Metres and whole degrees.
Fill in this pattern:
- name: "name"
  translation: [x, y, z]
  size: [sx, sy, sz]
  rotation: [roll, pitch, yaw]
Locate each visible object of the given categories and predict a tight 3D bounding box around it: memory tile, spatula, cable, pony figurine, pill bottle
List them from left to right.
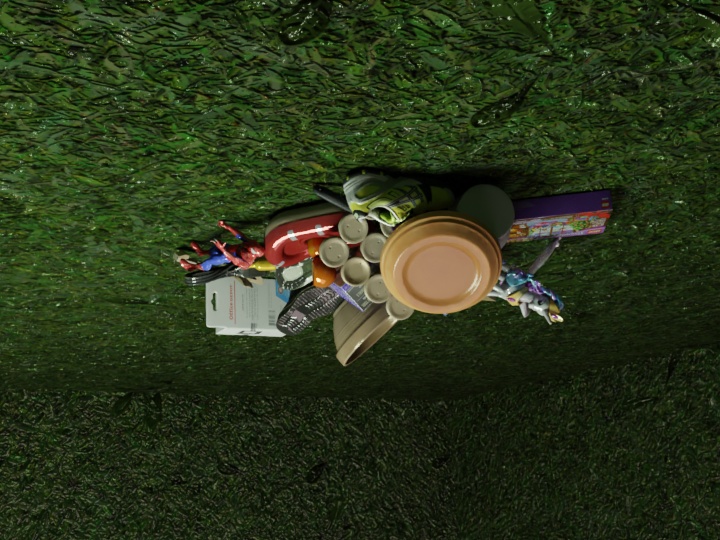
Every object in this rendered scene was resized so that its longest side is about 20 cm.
- name: "cable"
  translation: [-0.241, -0.013, 1.641]
  size: [0.197, 0.051, 0.097]
  rotation: [-5, -159, -25]
- name: "spatula"
  translation: [0.014, -0.092, 1.388]
  size: [0.197, 0.057, 0.021]
  rotation: [21, 136, -9]
- name: "memory tile"
  translation: [0.042, -0.024, 1.435]
  size: [0.199, 0.154, 0.017]
  rotation: [38, -178, -17]
- name: "pill bottle"
  translation: [0.192, -0.067, 1.474]
  size: [0.112, 0.116, 0.200]
  rotation: [-2, 166, -6]
- name: "pony figurine"
  translation: [0.293, 0.021, 1.626]
  size: [0.197, 0.194, 0.169]
  rotation: [19, 123, 9]

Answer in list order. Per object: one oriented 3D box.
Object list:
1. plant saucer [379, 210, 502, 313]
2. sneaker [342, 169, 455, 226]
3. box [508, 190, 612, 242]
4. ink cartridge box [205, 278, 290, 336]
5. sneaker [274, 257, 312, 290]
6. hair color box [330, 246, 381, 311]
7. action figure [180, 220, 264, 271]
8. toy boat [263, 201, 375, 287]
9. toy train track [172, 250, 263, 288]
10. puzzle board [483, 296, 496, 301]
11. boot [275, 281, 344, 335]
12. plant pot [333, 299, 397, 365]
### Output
- name: "plant saucer"
  translation: [0.129, -0.003, 1.382]
  size: [0.196, 0.038, 0.202]
  rotation: [1, 129, 2]
- name: "sneaker"
  translation: [0.062, -0.106, 1.373]
  size: [0.197, 0.078, 0.075]
  rotation: [1, 162, -26]
- name: "box"
  translation: [0.345, -0.094, 1.559]
  size: [0.196, 0.040, 0.137]
  rotation: [-6, 165, 8]
- name: "ink cartridge box"
  translation: [-0.251, 0.078, 1.885]
  size: [0.197, 0.118, 0.067]
  rotation: [5, 164, -28]
- name: "sneaker"
  translation: [-0.072, -0.020, 1.710]
  size: [0.197, 0.078, 0.088]
  rotation: [-12, -170, 26]
- name: "hair color box"
  translation: [0.000, 0.000, 1.546]
  size: [0.065, 0.109, 0.200]
  rotation: [46, 175, -15]
- name: "action figure"
  translation: [-0.253, -0.045, 1.523]
  size: [0.198, 0.066, 0.099]
  rotation: [-1, 142, 39]
- name: "toy boat"
  translation: [-0.071, -0.035, 1.490]
  size: [0.197, 0.133, 0.130]
  rotation: [-10, 163, 21]
- name: "toy train track"
  translation: [-0.272, -0.012, 1.696]
  size: [0.198, 0.033, 0.114]
  rotation: [17, -169, -39]
- name: "puzzle board"
  translation: [0.166, 0.038, 1.769]
  size: [0.197, 0.018, 0.150]
  rotation: [5, 173, 23]
- name: "boot"
  translation: [-0.097, 0.031, 1.789]
  size: [0.077, 0.140, 0.199]
  rotation: [39, 130, -26]
- name: "plant pot"
  translation: [0.011, 0.091, 1.742]
  size: [0.200, 0.093, 0.201]
  rotation: [-41, 171, -8]
